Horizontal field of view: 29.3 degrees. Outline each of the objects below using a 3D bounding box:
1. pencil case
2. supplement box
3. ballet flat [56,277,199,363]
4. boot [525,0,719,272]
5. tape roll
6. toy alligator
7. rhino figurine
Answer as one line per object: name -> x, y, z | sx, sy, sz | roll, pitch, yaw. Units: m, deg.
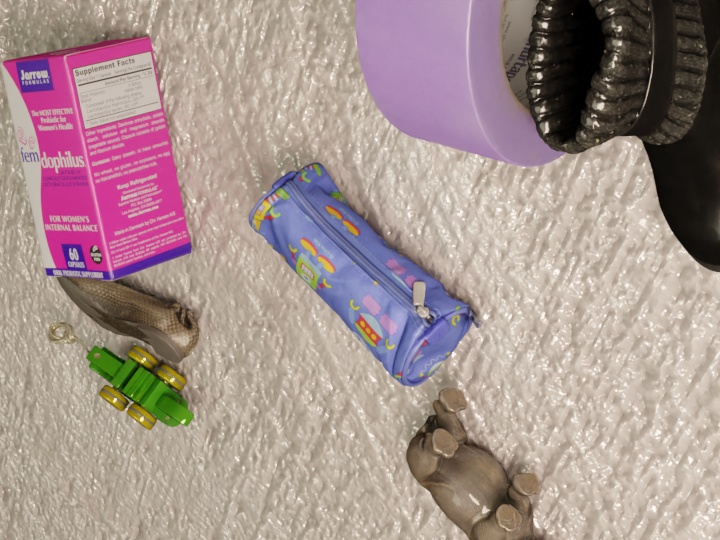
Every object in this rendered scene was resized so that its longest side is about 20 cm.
pencil case -> 0.000, 0.000, 1.079 | 0.200, 0.078, 0.087 | 45, 160, 19
supplement box -> -0.236, -0.101, 1.237 | 0.101, 0.103, 0.201 | 2, 107, 42
ballet flat -> -0.223, 0.034, 1.324 | 0.199, 0.046, 0.068 | 22, 152, 41
boot -> 0.177, -0.084, 0.832 | 0.079, 0.157, 0.212 | -6, 103, 43
tape roll -> 0.091, -0.170, 0.846 | 0.085, 0.199, 0.201 | 20, 120, 36
toy alligator -> -0.228, 0.107, 1.350 | 0.199, 0.059, 0.054 | 28, 164, 31
rhino figurine -> 0.108, 0.191, 1.073 | 0.200, 0.060, 0.088 | 51, 152, 13
